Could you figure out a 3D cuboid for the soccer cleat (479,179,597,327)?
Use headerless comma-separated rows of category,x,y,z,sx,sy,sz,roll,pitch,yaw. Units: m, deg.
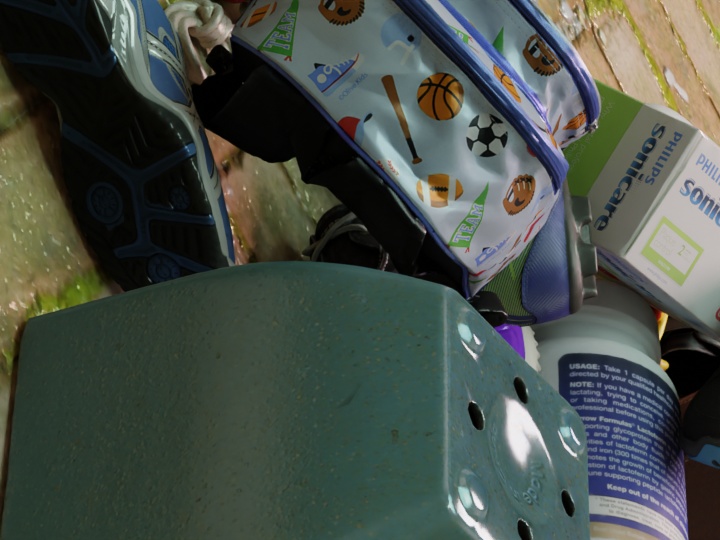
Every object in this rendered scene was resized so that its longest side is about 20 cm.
soccer cleat,0.072,-0.062,1.515,0.065,0.083,0.201,82,-1,-60

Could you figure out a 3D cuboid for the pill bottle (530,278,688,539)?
pill bottle,0.119,0.108,1.557,0.116,0.115,0.201,45,34,-38

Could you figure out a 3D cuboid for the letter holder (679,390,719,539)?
letter holder,0.225,0.121,1.653,0.100,0.199,0.143,14,57,-59

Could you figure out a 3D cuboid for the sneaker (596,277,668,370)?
sneaker,0.159,0.007,1.760,0.073,0.077,0.200,47,26,-35

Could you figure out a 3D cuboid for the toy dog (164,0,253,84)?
toy dog,-0.018,-0.141,1.514,0.200,0.096,0.132,31,43,-51

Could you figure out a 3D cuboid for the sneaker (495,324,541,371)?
sneaker,0.040,0.062,1.493,0.100,0.069,0.201,45,33,-39

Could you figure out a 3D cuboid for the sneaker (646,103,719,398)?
sneaker,0.204,-0.003,1.830,0.099,0.070,0.201,-71,148,-61

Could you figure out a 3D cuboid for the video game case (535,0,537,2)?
video game case,0.091,-0.163,1.747,0.200,0.018,0.143,75,15,-45

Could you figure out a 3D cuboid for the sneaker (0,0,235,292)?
sneaker,-0.100,-0.073,1.325,0.077,0.076,0.201,-24,92,-60

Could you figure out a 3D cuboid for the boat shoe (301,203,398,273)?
boat shoe,0.000,0.000,1.486,0.071,0.072,0.200,54,17,-9

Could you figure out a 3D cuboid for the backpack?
backpack,0.024,-0.078,1.345,0.200,0.154,0.190,40,4,2

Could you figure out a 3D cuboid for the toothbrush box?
toothbrush box,0.131,-0.051,1.617,0.146,0.200,0.086,35,85,-49

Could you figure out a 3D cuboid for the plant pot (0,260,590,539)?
plant pot,-0.013,0.112,1.206,0.196,0.199,0.197,45,34,-40

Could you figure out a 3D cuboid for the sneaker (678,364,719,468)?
sneaker,0.229,0.041,1.563,0.200,0.073,0.082,-41,137,-49
